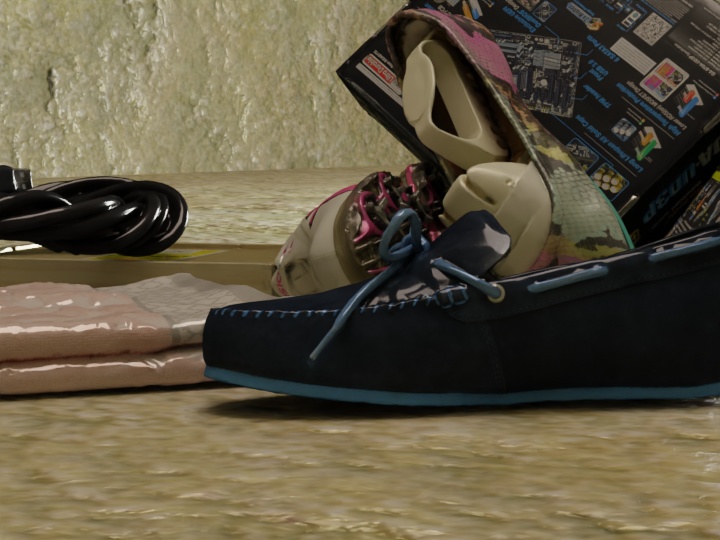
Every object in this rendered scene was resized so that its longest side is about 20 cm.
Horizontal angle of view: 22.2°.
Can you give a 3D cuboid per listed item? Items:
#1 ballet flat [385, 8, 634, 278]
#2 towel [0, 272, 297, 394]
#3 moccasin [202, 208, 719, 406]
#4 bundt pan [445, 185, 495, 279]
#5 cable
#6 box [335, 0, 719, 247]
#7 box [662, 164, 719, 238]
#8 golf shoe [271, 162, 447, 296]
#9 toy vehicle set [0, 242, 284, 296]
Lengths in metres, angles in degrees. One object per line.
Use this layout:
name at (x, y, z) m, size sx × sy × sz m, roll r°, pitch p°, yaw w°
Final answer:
ballet flat at (0.060, -0.052, 0.876) m, size 0.071 × 0.069 × 0.201 m, roll 9°, pitch 42°, yaw -41°
towel at (-0.134, 0.022, 0.759) m, size 0.190 × 0.032 × 0.200 m, roll -2°, pitch 4°, yaw -19°
moccasin at (0.042, 0.010, 0.655) m, size 0.199 × 0.069 × 0.080 m, roll -2°, pitch 5°, yaw -11°
bundt pan at (0.141, -0.029, 1.057) m, size 0.200 × 0.076 × 0.202 m, roll -1°, pitch 4°, yaw 0°
cable at (-0.187, -0.025, 0.956) m, size 0.162 × 0.051 × 0.200 m, roll 8°, pitch 6°, yaw 28°
box at (0.104, -0.097, 0.955) m, size 0.200 × 0.159 × 0.046 m, roll 45°, pitch -2°, yaw 37°
box at (0.189, -0.044, 0.795) m, size 0.044 × 0.161 × 0.200 m, roll 37°, pitch 8°, yaw 3°
golf shoe at (0.000, 0.000, 0.866) m, size 0.092 × 0.073 × 0.200 m, roll -27°, pitch 0°, yaw 11°
toy vehicle set at (-0.115, 0.002, 1.005) m, size 0.199 × 0.027 × 0.124 m, roll 1°, pitch 6°, yaw 21°
